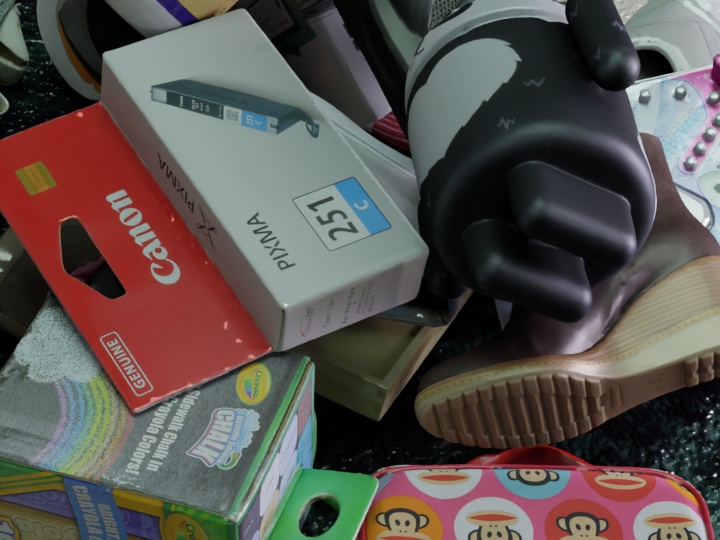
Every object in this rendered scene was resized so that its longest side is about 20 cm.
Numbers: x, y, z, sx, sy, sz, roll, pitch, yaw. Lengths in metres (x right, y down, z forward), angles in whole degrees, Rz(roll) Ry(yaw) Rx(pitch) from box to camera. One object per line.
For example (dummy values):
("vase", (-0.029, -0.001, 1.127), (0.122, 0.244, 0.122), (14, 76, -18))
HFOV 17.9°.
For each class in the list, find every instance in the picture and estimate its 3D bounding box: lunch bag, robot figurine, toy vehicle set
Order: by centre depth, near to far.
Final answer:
("lunch bag", (0.090, 0.166, 1.211), (0.200, 0.082, 0.176), (3, 44, -4))
("robot figurine", (0.087, -0.064, 1.226), (0.150, 0.125, 0.200), (-19, 40, 9))
("toy vehicle set", (0.000, 0.000, 1.377), (0.124, 0.027, 0.200), (25, 41, 13))

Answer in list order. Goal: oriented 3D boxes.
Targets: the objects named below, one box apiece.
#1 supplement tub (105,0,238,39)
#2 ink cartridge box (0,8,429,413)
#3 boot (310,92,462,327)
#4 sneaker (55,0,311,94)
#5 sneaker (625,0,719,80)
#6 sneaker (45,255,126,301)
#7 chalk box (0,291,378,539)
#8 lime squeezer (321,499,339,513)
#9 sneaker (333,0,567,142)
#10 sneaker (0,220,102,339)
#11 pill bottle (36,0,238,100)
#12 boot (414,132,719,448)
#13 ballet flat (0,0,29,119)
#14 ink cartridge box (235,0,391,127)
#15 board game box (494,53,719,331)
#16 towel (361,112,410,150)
("supplement tub", (-0.081, -0.239, 1.296), (0.200, 0.145, 0.145), (-42, 55, 6))
("ink cartridge box", (-0.090, -0.038, 1.220), (0.176, 0.045, 0.200), (-22, 58, -25))
("boot", (-0.023, -0.039, 1.313), (0.200, 0.074, 0.096), (24, 37, -12))
("sneaker", (-0.096, -0.125, 1.403), (0.200, 0.077, 0.078), (31, 69, -26))
("sneaker", (0.243, -0.099, 1.484), (0.200, 0.076, 0.092), (42, 59, 15))
("sneaker", (-0.107, -0.018, 1.320), (0.079, 0.095, 0.200), (44, 39, -21))
("chalk box", (-0.094, 0.115, 1.201), (0.200, 0.124, 0.124), (15, 45, 12))
("lime squeezer", (-0.080, 0.069, 1.314), (0.071, 0.038, 0.200), (-20, 50, -21))
("sneaker", (0.050, -0.168, 1.370), (0.114, 0.076, 0.200), (-23, 76, -20))
("sneaker", (-0.166, -0.024, 1.389), (0.076, 0.070, 0.200), (38, 47, -5))
("pill bottle", (-0.110, -0.188, 1.508), (0.200, 0.112, 0.112), (-32, 57, -30))
("boot", (0.107, 0.008, 1.287), (0.200, 0.072, 0.166), (-14, 52, -10))
("ballet flat", (-0.254, -0.131, 1.478), (0.072, 0.072, 0.200), (12, 46, 5))
("ink cartridge box", (-0.008, -0.205, 1.456), (0.146, 0.084, 0.200), (-37, 103, -29))
("board game box", (0.171, -0.030, 1.350), (0.200, 0.026, 0.200), (-13, 61, 0))
("towel", (0.108, -0.107, 1.521), (0.200, 0.023, 0.144), (22, 50, 16))
